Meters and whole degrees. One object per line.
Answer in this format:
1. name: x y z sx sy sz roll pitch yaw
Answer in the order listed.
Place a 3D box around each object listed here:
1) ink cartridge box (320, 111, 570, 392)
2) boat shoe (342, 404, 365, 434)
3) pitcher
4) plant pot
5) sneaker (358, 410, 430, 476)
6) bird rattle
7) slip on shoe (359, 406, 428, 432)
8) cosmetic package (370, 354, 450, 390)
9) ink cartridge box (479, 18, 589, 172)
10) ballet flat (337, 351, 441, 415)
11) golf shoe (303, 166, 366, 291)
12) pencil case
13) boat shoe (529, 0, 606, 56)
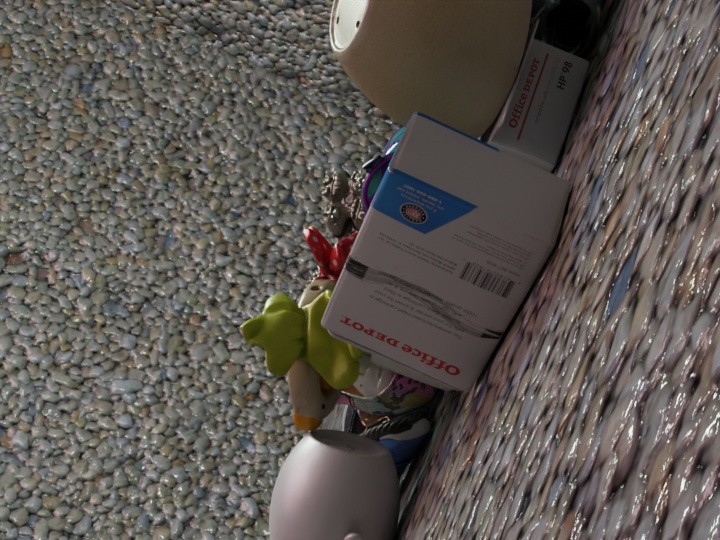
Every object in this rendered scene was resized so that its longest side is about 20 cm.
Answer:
1. ink cartridge box: 0.067 -0.011 1.336 0.201 0.143 0.085 115 178 -46
2. boat shoe: 0.025 0.145 1.787 0.201 0.071 0.068 -57 -6 38
3. pitcher: -0.024 0.262 1.485 0.171 0.120 0.203 -150 72 -68
4. plant pot: 0.049 -0.223 1.461 0.200 0.133 0.203 -169 90 -68
5. sneaker: 0.015 0.206 1.613 0.075 0.078 0.200 -14 -23 -43
6. bird rattle: -0.043 0.055 1.520 0.201 0.111 0.165 -76 -13 -61
7. slip on shoe: 0.028 0.160 1.693 0.076 0.060 0.202 -75 8 -77
8. cosmetic package: 0.065 0.035 1.545 0.200 0.084 0.109 -89 18 -83
9. ink cartridge box: 0.152 -0.133 1.504 0.200 0.066 0.117 117 174 -68
10. ballet flat: 0.001 0.106 1.662 0.199 0.071 0.070 1 57 56
11. golf shoe: 0.000 0.000 1.650 0.097 0.077 0.203 32 -114 -55
12. pencil case: 0.050 -0.089 1.552 0.092 0.086 0.200 -28 8 14
13. boat shoe: 0.190 -0.234 1.550 0.200 0.072 0.062 119 174 -63
